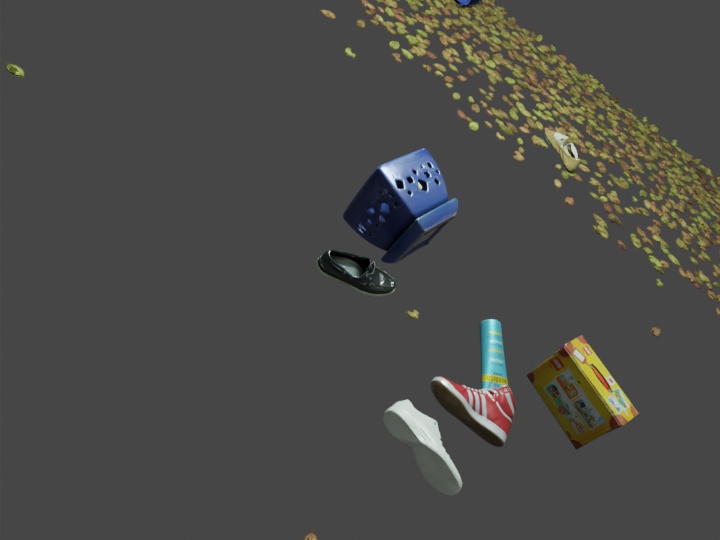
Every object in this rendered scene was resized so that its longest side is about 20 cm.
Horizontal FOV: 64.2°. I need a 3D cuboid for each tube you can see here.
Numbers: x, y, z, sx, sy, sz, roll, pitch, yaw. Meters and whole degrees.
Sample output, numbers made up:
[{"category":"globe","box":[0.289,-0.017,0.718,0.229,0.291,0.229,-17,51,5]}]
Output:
[{"category":"tube","box":[0.305,0.214,1.323,0.076,0.051,0.203,9,58,-10]}]

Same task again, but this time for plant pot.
[{"category":"plant pot","box":[0.106,-0.145,1.385,0.199,0.200,0.181,-29,78,-41]}]

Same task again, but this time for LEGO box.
[{"category":"LEGO box","box":[0.497,0.278,1.305,0.076,0.149,0.202,-15,64,-36]}]

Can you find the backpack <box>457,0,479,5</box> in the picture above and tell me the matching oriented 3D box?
[{"category":"backpack","box":[0.483,-1.243,2.466,0.163,0.168,0.199,51,44,7]}]

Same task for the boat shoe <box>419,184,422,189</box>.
[{"category":"boat shoe","box":[0.134,-0.202,1.538,0.075,0.072,0.202,-12,54,-19]}]

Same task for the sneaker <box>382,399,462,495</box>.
[{"category":"sneaker","box":[0.136,0.334,1.118,0.201,0.075,0.088,50,36,15]}]

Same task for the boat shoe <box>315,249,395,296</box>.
[{"category":"boat shoe","box":[0.000,-0.002,1.298,0.196,0.066,0.075,22,47,-13]}]

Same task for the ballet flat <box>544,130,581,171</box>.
[{"category":"ballet flat","box":[0.730,-0.444,2.054,0.068,0.063,0.203,-3,57,-31]}]

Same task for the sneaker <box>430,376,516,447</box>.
[{"category":"sneaker","box":[0.244,0.265,1.215,0.199,0.071,0.113,41,59,-5]}]
